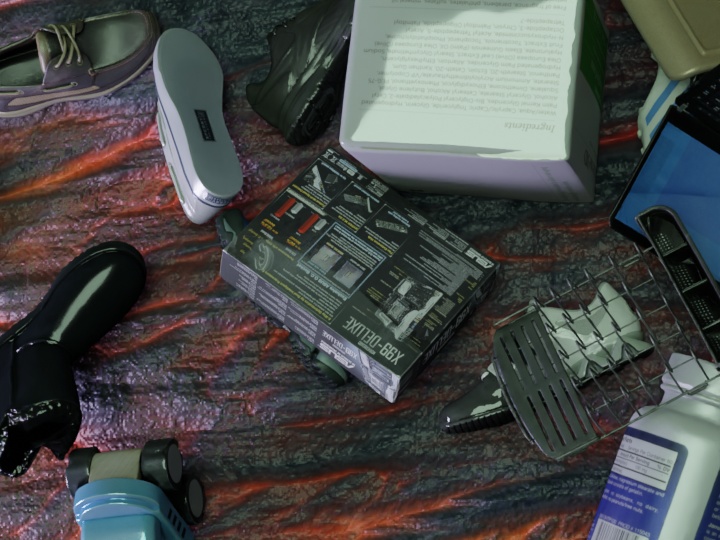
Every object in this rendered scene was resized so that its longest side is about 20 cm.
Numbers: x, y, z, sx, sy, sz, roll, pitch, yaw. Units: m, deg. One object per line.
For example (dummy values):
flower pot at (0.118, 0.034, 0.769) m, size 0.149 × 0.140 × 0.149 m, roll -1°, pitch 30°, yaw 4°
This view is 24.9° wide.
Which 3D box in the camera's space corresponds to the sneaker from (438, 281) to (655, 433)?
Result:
sneaker at (0.151, 0.077, 1.442) m, size 0.200 × 0.074 × 0.089 m, roll -26°, pitch 76°, yaw -1°

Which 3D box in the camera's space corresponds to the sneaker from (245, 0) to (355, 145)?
sneaker at (-0.038, -0.220, 1.534) m, size 0.091 × 0.076 × 0.200 m, roll 34°, pitch 89°, yaw 23°

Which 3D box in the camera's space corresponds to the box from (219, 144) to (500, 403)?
box at (0.000, 0.000, 1.456) m, size 0.200 × 0.050 × 0.158 m, roll 35°, pitch 59°, yaw 13°

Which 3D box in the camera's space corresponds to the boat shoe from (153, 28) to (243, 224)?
boat shoe at (-0.167, -0.138, 1.553) m, size 0.065 × 0.073 × 0.200 m, roll -45°, pitch 47°, yaw 44°

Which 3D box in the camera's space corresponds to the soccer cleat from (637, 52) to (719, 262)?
soccer cleat at (0.280, -0.104, 1.444) m, size 0.086 × 0.070 × 0.201 m, roll 16°, pitch 99°, yaw 53°

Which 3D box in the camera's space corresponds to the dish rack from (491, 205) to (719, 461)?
dish rack at (0.205, 0.058, 1.347) m, size 0.200 × 0.055 × 0.154 m, roll -29°, pitch 58°, yaw 11°

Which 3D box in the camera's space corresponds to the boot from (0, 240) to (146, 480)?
boot at (-0.267, 0.084, 1.498) m, size 0.200 × 0.076 × 0.168 m, roll -40°, pitch 33°, yaw 11°

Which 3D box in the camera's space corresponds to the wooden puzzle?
wooden puzzle at (0.321, -0.253, 1.420) m, size 0.199 × 0.037 × 0.185 m, roll -17°, pitch 60°, yaw -13°

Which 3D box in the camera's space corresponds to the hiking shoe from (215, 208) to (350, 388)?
hiking shoe at (-0.055, 0.014, 1.511) m, size 0.087 × 0.074 × 0.200 m, roll -37°, pitch 78°, yaw -12°

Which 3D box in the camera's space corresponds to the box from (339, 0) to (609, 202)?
box at (0.105, -0.162, 1.420) m, size 0.199 × 0.199 × 0.172 m, roll 5°, pitch 83°, yaw 15°

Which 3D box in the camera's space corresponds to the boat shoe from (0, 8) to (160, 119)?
boat shoe at (-0.291, -0.203, 1.592) m, size 0.200 × 0.073 × 0.075 m, roll -23°, pitch 77°, yaw 10°

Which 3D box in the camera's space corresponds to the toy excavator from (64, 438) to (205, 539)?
toy excavator at (-0.201, 0.279, 1.475) m, size 0.100 × 0.195 × 0.200 m, roll -6°, pitch 52°, yaw 13°

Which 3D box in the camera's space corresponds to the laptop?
laptop at (0.340, -0.078, 1.357) m, size 0.177 × 0.200 × 0.103 m, roll 29°, pitch 53°, yaw -17°

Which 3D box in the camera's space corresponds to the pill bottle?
pill bottle at (0.271, 0.178, 1.368) m, size 0.119 × 0.120 × 0.201 m, roll 20°, pitch 87°, yaw 16°
